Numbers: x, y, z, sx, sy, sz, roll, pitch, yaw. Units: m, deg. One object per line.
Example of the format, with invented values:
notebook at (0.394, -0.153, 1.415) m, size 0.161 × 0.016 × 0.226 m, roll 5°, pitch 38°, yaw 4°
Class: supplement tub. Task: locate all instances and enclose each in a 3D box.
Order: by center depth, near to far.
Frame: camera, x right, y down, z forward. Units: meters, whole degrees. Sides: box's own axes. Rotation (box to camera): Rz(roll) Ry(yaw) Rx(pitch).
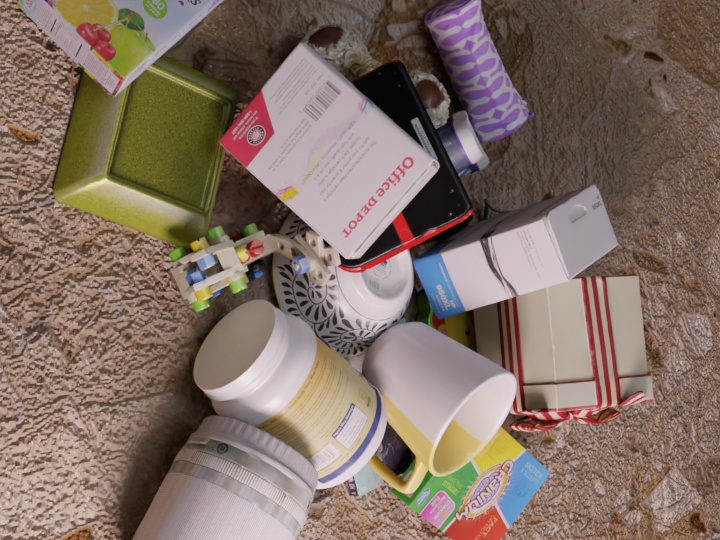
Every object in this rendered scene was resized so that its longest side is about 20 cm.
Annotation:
supplement tub at (-0.080, 0.140, 1.569) m, size 0.200 × 0.144 × 0.145 m, roll 45°, pitch 61°, yaw -32°

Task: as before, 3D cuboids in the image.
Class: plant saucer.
plant saucer at (-0.220, -0.143, 1.516) m, size 0.199 × 0.048 × 0.202 m, roll 21°, pitch 76°, yaw -39°

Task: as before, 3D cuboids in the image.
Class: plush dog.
plush dog at (-0.009, -0.170, 1.657) m, size 0.199 × 0.161 × 0.172 m, roll 30°, pitch 79°, yaw 7°

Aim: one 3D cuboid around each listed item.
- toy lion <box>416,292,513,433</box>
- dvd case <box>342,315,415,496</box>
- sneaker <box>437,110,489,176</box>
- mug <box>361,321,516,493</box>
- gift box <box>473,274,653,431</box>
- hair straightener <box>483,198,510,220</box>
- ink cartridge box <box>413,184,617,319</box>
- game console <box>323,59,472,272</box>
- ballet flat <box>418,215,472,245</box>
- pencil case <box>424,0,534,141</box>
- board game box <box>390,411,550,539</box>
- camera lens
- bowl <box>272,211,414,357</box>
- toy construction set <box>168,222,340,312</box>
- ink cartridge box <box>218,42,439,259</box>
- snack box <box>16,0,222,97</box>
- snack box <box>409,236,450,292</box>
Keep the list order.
toy lion at (0.145, 0.096, 1.829) m, size 0.191 × 0.068 × 0.201 m, roll 36°, pitch 67°, yaw -27°
dvd case at (0.021, 0.164, 1.737) m, size 0.145 × 0.022 × 0.201 m, roll -20°, pitch 100°, yaw -40°
sneaker at (0.085, -0.139, 1.771) m, size 0.081 × 0.146 × 0.200 m, roll 63°, pitch 8°, yaw -2°
mug at (0.070, 0.153, 1.650) m, size 0.187 × 0.153 × 0.150 m, roll -46°, pitch 152°, yaw -12°
gift box at (0.256, 0.106, 1.750) m, size 0.183 × 0.200 × 0.188 m, roll -3°, pitch 87°, yaw -27°
hair straightener at (0.246, -0.055, 1.908) m, size 0.199 × 0.077 × 0.041 m, roll 30°, pitch 52°, yaw -34°
ink cartridge box at (0.188, -0.023, 1.670) m, size 0.144 × 0.199 × 0.085 m, roll -31°, pitch 99°, yaw -50°
game console at (0.011, -0.115, 1.580) m, size 0.201 × 0.176 × 0.031 m, roll 64°, pitch 8°, yaw 3°
ballet flat at (0.082, -0.070, 1.707) m, size 0.067 × 0.057 × 0.200 m, roll -51°, pitch 163°, yaw 16°
pencil case at (0.158, -0.267, 1.826) m, size 0.085 × 0.084 × 0.201 m, roll -28°, pitch 113°, yaw -2°
board game box at (0.145, 0.271, 1.775) m, size 0.153 × 0.040 × 0.200 m, roll -52°, pitch 134°, yaw -5°
camera lens at (-0.151, 0.279, 1.492) m, size 0.160 × 0.159 × 0.201 m, roll 42°, pitch 63°, yaw -32°
bowl at (0.000, 0.000, 1.662) m, size 0.200 × 0.094 × 0.202 m, roll 9°, pitch 76°, yaw -38°
toy construction set at (-0.126, -0.013, 1.534) m, size 0.199 × 0.131 × 0.093 m, roll -7°, pitch 77°, yaw -37°
ink cartridge box at (-0.033, -0.130, 1.529) m, size 0.200 × 0.086 × 0.148 m, roll 43°, pitch 96°, yaw 5°
snack box at (-0.243, -0.299, 1.466) m, size 0.142 × 0.053 × 0.200 m, roll 45°, pitch 59°, yaw -5°
snack box at (0.135, -0.016, 1.797) m, size 0.199 × 0.024 × 0.072 m, roll -7°, pitch 68°, yaw -43°
